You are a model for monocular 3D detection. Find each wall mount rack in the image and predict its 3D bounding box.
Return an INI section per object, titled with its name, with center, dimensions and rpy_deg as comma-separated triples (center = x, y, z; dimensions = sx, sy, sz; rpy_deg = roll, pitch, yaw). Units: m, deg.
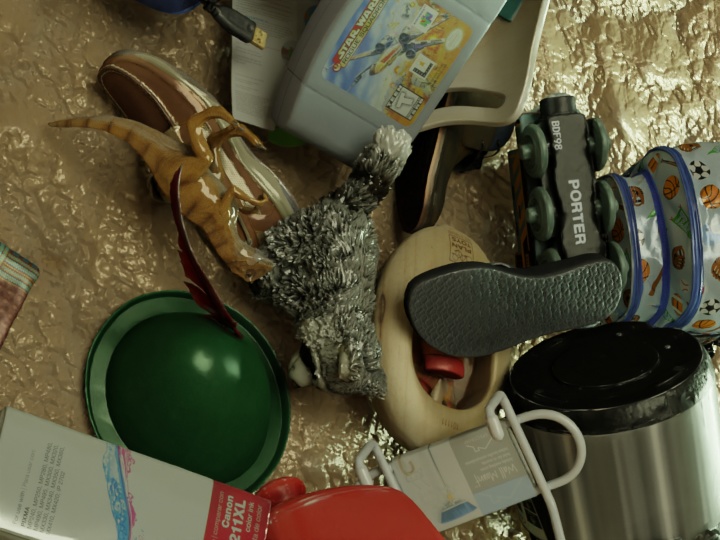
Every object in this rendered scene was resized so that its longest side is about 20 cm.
[wall mount rack]
center = 0.085, 0.193, 1.221
dimensions = 0.175, 0.198, 0.075
rpy_deg = 64, 20, -7

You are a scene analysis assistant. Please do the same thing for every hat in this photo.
[hat]
center = -0.096, 0.065, 1.154
dimensions = 0.198, 0.176, 0.167
rpy_deg = 23, 60, -25

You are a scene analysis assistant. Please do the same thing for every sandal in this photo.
[sandal]
center = 0.119, 0.025, 1.301
dimensions = 0.198, 0.043, 0.077
rpy_deg = -3, 111, -28

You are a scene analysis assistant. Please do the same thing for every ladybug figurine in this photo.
[ladybug figurine]
center = 0.057, 0.059, 1.324
dimensions = 0.135, 0.072, 0.202
rpy_deg = 21, 63, -27

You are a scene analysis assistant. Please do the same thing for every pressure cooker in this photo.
[pressure cooker]
center = 0.213, 0.163, 1.312
dimensions = 0.175, 0.177, 0.202
rpy_deg = -35, 120, -44

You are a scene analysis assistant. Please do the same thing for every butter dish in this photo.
[butter dish]
center = -0.034, 0.216, 1.158
dimensions = 0.198, 0.201, 0.149
rpy_deg = -2, 51, -38

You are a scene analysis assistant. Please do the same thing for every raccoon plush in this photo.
[raccoon plush]
center = 0.000, 0.000, 1.231
dimensions = 0.134, 0.201, 0.096
rpy_deg = 42, 20, 33

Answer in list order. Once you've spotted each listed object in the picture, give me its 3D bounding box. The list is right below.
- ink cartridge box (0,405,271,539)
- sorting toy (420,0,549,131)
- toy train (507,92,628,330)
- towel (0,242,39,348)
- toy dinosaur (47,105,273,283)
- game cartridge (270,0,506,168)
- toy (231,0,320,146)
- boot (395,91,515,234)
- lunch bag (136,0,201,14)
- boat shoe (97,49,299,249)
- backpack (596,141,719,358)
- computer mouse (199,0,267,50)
[ink cartridge box]
center = -0.182, 0.174, 1.079
dimensions = 0.199, 0.145, 0.084
rpy_deg = 24, 60, -25
[sorting toy]
center = 0.074, -0.203, 1.353
dimensions = 0.197, 0.107, 0.182
rpy_deg = -3, 71, 12
[toy train]
center = 0.170, -0.049, 1.392
dimensions = 0.084, 0.114, 0.203
rpy_deg = -8, 90, -16
[towel]
center = -0.333, 0.003, 1.117
dimensions = 0.199, 0.022, 0.148
rpy_deg = 34, 59, -20
[toy dinosaur]
center = -0.131, -0.077, 1.193
dimensions = 0.200, 0.060, 0.106
rpy_deg = 45, 94, 0
[game cartridge]
center = 0.021, -0.178, 1.267
dimensions = 0.133, 0.042, 0.201
rpy_deg = 24, 105, -44
[toy]
center = -0.065, -0.194, 1.346
dimensions = 0.114, 0.047, 0.202
rpy_deg = 14, 60, -32
[boot]
center = 0.091, -0.109, 1.405
dimensions = 0.096, 0.075, 0.202
rpy_deg = 23, 61, -22
[lunch bag]
center = -0.142, -0.308, 1.269
dimensions = 0.135, 0.133, 0.200
rpy_deg = 29, 60, 18
[boat shoe]
center = -0.132, -0.085, 1.250
dimensions = 0.200, 0.076, 0.072
rpy_deg = 46, 59, -9
[backpack]
center = 0.283, -0.028, 1.433
dimensions = 0.152, 0.190, 0.202
rpy_deg = -9, 78, -19
[computer mouse]
center = -0.033, -0.226, 1.253
dimensions = 0.199, 0.046, 0.141
rpy_deg = 23, 100, -39
